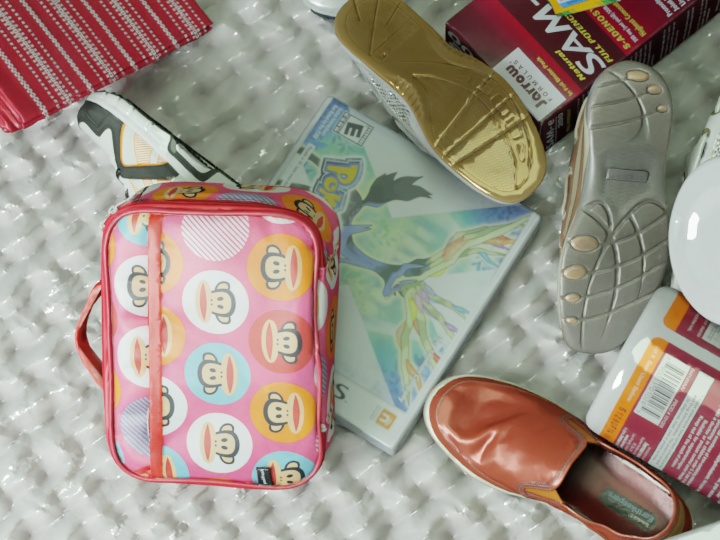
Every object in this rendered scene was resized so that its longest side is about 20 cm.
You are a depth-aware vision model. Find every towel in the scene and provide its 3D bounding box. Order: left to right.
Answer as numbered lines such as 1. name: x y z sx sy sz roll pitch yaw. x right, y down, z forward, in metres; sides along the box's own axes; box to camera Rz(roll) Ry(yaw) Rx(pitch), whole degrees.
1. towel: -0.216 -0.188 1.469 0.200 0.022 0.145 -33 81 -40

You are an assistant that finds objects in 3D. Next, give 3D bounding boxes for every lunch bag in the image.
1. lunch bag: -0.103 0.041 1.366 0.175 0.082 0.201 3 107 9

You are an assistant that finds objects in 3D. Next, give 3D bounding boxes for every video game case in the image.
1. video game case: 0.000 0.000 1.447 0.182 0.022 0.200 30 75 13

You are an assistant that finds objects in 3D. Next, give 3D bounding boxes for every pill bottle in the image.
1. pill bottle: 0.257 0.103 1.343 0.199 0.110 0.110 30 75 9
2. pill bottle: 0.308 -0.023 1.349 0.199 0.111 0.112 -3 66 -35

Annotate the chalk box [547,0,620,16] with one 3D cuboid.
1. chalk box: 0.192 -0.283 1.395 0.200 0.125 0.124 -39 99 -9

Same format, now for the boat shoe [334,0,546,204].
1. boat shoe: 0.061 -0.116 1.457 0.071 0.069 0.200 -37 67 -8

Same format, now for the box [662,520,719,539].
1. box: 0.187 0.280 1.277 0.199 0.131 0.200 -19 70 -2

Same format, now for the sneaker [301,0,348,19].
1. sneaker: 0.034 -0.270 1.482 0.199 0.130 0.080 -30 70 -6

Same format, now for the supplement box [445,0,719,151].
1. supplement box: 0.169 -0.190 1.481 0.200 0.061 0.109 -39 73 -9

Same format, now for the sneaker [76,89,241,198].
1. sneaker: -0.139 -0.055 1.441 0.200 0.074 0.080 39 93 31

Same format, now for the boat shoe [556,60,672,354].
1. boat shoe: 0.173 -0.043 1.420 0.075 0.072 0.201 11 94 -6

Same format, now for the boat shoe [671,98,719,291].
1. boat shoe: 0.256 -0.063 1.424 0.069 0.071 0.201 20 86 53

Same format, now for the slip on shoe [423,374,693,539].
1. slip on shoe: 0.132 0.127 1.373 0.199 0.061 0.074 31 77 15
